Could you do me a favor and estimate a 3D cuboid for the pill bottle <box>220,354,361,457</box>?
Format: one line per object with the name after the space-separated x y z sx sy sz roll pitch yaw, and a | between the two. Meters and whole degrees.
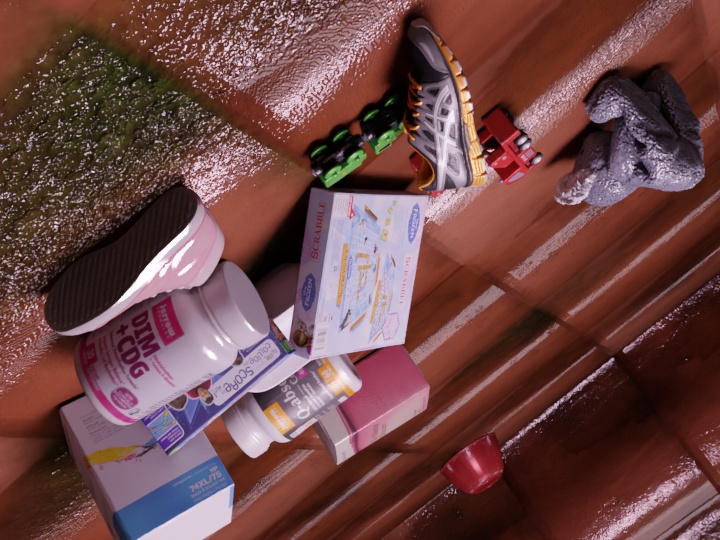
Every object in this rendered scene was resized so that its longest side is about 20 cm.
-0.105 0.184 1.497 0.199 0.117 0.116 -37 157 2 | pill bottle

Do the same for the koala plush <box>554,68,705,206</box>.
0.385 -0.162 1.469 0.176 0.185 0.200 -13 161 -41 | koala plush

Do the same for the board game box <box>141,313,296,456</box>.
-0.193 0.106 1.190 0.199 0.136 0.034 -39 176 12 | board game box

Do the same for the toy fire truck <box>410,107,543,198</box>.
0.157 -0.143 1.315 0.141 0.049 0.200 -40 158 11 | toy fire truck

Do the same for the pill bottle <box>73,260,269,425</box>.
-0.208 0.078 1.115 0.199 0.114 0.113 -30 159 11 | pill bottle

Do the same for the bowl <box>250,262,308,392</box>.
-0.109 0.070 1.324 0.199 0.075 0.200 -39 157 6 | bowl

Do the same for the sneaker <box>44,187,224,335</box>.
-0.224 0.007 1.036 0.200 0.076 0.105 -40 152 0 | sneaker

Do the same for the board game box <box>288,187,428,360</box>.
0.000 0.000 1.243 0.199 0.041 0.203 -3 105 -53 | board game box

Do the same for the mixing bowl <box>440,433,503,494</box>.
0.340 0.576 2.900 0.199 0.109 0.201 -29 156 -14 | mixing bowl

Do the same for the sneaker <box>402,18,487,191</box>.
0.078 -0.166 1.054 0.076 0.079 0.202 -18 121 2 | sneaker

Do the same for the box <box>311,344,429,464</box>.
0.012 0.233 1.766 0.199 0.109 0.128 -30 157 -13 | box

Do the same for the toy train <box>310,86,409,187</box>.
0.029 -0.161 1.116 0.199 0.042 0.056 -34 167 -3 | toy train

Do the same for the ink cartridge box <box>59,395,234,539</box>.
-0.274 0.253 1.284 0.145 0.201 0.147 -26 156 -23 | ink cartridge box
